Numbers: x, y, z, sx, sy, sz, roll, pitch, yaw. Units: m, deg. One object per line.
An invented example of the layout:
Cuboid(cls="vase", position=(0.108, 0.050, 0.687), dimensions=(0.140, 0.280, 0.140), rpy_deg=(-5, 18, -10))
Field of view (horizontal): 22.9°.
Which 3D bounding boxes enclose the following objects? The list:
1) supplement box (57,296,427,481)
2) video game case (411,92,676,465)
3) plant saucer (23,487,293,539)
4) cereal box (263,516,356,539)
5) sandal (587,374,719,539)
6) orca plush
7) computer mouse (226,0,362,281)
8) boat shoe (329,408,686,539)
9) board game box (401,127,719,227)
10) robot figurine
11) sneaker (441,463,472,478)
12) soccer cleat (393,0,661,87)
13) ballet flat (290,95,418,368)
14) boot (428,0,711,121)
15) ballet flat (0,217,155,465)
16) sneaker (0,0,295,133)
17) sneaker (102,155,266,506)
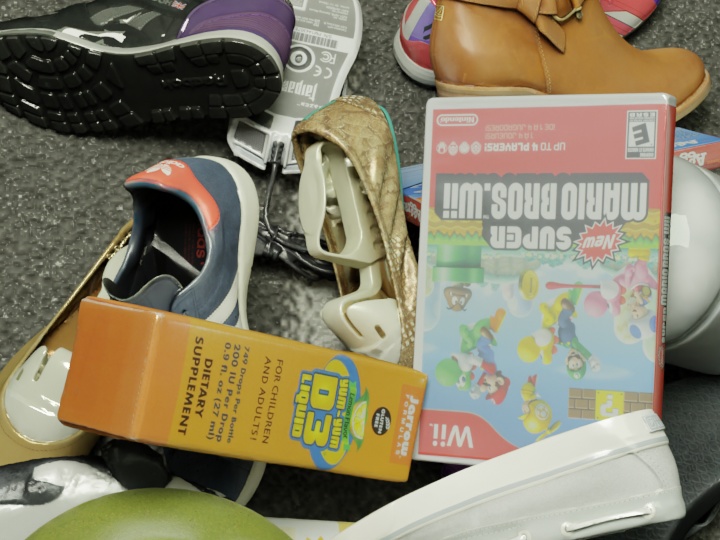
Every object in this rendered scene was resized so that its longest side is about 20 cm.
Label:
Cuboid(cls="supplement box", position=(-0.055, 0.064, 0.916), dimensions=(0.200, 0.069, 0.067), rpy_deg=(15, 84, -47))
Cuboid(cls="video game case", position=(0.095, 0.007, 0.950), dimensions=(0.143, 0.017, 0.201), rpy_deg=(2, 88, 30))
Cuboid(cls="plant saucer", position=(-0.100, 0.209, 0.876), dimensions=(0.199, 0.031, 0.201), rpy_deg=(0, 90, -8))
Cuboid(cls="cereal box", position=(-0.082, 0.201, 0.943), dimensions=(0.199, 0.040, 0.144), rpy_deg=(5, 61, -7))
Cuboid(cls="sandal", position=(0.172, 0.131, 1.025), dimensions=(0.076, 0.043, 0.200), rpy_deg=(27, 55, 32))
Cuboid(cls="orca plush", position=(-0.155, 0.134, 0.924), dimensions=(0.199, 0.071, 0.106), rpy_deg=(-11, 106, -9))
Cuboid(cls="computer mouse", position=(-0.044, -0.092, 1.102), dimensions=(0.109, 0.044, 0.201), rpy_deg=(13, 67, 1))
Cuboid(cls="boat shoe", position=(0.071, 0.135, 0.908), dimensions=(0.200, 0.072, 0.069), rpy_deg=(-23, 77, 13))
Cuboid(cls="board game box", position=(0.113, -0.061, 1.087), dimensions=(0.199, 0.103, 0.020), rpy_deg=(-12, 104, -16))
Cuboid(cls="robot figurine", position=(0.185, -0.003, 1.027), dimensions=(0.200, 0.169, 0.113), rpy_deg=(16, 48, -48))
Cuboid(cls="sneaker", position=(0.063, 0.191, 0.958), dimensions=(0.088, 0.081, 0.201), rpy_deg=(-9, 66, -6))
Cuboid(cls="soccer cleat", position=(0.118, -0.176, 1.156), dimensions=(0.199, 0.073, 0.068), rpy_deg=(-18, 66, -19))
Cuboid(cls="ballet flat", position=(0.000, 0.000, 1.021), dimensions=(0.065, 0.070, 0.201), rpy_deg=(-12, 84, -38))
Cuboid(cls="boot", position=(0.134, -0.159, 1.098), dimensions=(0.200, 0.074, 0.155), rpy_deg=(-16, 112, -27))
Cuboid(cls="ballet flat", position=(-0.157, 0.043, 0.997), dimensions=(0.068, 0.063, 0.200), rpy_deg=(27, 62, 4))
Cuboid(cls="sneaker", position=(-0.137, -0.139, 1.085), dimensions=(0.199, 0.076, 0.088), rpy_deg=(2, 46, 10))
Cuboid(cls="sneaker", position=(-0.100, 0.038, 0.963), dimensions=(0.075, 0.084, 0.201), rpy_deg=(-5, 89, 32))
